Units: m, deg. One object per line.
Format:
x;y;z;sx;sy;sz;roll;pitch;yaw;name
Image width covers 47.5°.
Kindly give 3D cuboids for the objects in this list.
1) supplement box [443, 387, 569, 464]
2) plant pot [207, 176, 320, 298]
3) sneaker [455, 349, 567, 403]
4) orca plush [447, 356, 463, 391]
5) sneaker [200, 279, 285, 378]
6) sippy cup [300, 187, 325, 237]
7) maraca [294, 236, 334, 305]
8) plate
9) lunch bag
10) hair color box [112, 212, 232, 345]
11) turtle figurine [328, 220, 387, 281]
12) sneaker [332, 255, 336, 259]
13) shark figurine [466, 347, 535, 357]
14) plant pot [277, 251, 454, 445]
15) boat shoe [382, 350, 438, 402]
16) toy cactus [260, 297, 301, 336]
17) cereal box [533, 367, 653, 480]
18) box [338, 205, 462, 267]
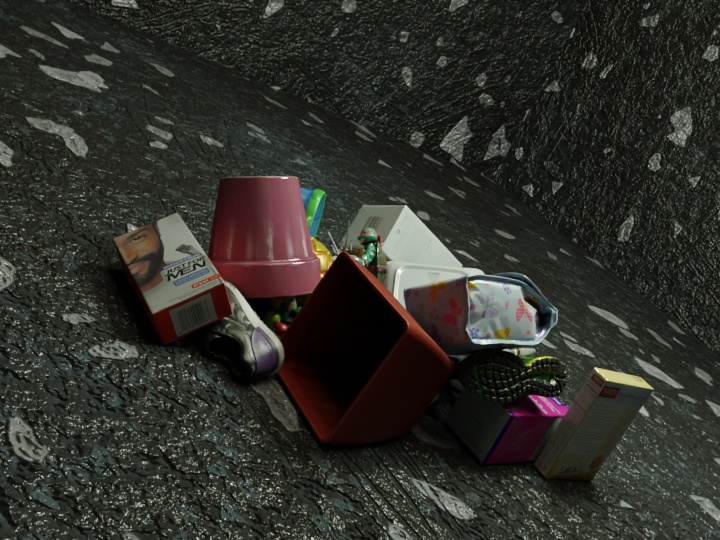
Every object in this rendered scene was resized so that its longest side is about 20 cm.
0.249;0.247;1.359;0.197;0.105;0.101;12;24;-46;supplement box
-0.161;-0.057;1.312;0.194;0.184;0.200;-1;6;0;plant pot
0.227;0.169;1.284;0.196;0.080;0.085;10;-10;-30;sneaker
0.197;0.178;1.519;0.198;0.072;0.105;35;18;17;orca plush
-0.200;0.078;1.180;0.199;0.077;0.087;38;26;26;sneaker
-0.153;-0.120;1.721;0.127;0.143;0.178;18;-22;2;sippy cup
-0.085;0.018;1.480;0.202;0.106;0.137;53;17;-9;maraca
0.129;0.056;1.468;0.194;0.033;0.203;5;46;3;plate
0.190;0.071;1.304;0.196;0.131;0.168;8;-13;-32;lunch bag
-0.275;0.007;1.187;0.109;0.065;0.200;-24;41;-19;hair color box
0.000;0.000;1.452;0.098;0.206;0.150;-4;-9;9;turtle figurine
-0.006;0.016;1.636;0.196;0.082;0.116;20;21;-21;sneaker
0.232;0.157;1.457;0.089;0.129;0.215;39;4;-26;shark figurine
0.018;0.130;1.194;0.175;0.202;0.200;27;14;-42;plant pot
0.066;0.133;1.343;0.085;0.075;0.203;-17;58;-31;boat shoe
-0.104;0.066;1.351;0.163;0.105;0.198;29;23;36;toy cactus
0.391;0.261;1.373;0.142;0.203;0.040;14;21;-39;cereal box
0.082;-0.029;1.665;0.200;0.108;0.151;43;-21;-30;box
